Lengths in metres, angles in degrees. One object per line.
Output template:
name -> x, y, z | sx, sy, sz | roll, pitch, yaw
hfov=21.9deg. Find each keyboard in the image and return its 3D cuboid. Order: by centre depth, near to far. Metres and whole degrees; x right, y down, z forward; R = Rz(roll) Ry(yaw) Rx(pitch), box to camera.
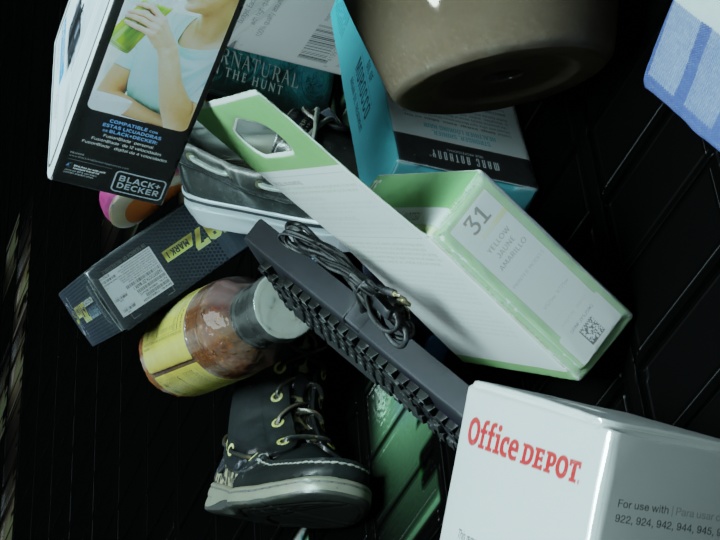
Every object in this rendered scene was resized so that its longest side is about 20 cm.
keyboard -> 0.001, 0.031, 0.949 | 0.200, 0.021, 0.127 | 37, 159, 42

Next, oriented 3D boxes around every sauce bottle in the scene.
sauce bottle -> -0.080, 0.038, 1.147 | 0.200, 0.066, 0.066 | 160, 119, -64

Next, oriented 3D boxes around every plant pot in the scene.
plant pot -> 0.052, -0.176, 0.920 | 0.200, 0.199, 0.176 | 148, 114, -65

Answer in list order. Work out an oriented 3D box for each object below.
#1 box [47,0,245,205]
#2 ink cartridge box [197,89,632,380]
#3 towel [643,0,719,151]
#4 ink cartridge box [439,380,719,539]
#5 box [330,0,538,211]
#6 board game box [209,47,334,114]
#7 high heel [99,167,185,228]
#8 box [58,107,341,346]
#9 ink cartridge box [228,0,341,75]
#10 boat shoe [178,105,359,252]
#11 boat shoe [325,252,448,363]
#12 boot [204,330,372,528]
box -> -0.092, -0.145, 0.877 | 0.117, 0.060, 0.200 | -96, 26, -46
ink cartridge box -> 0.019, -0.029, 0.880 | 0.048, 0.200, 0.145 | -49, 15, -11
towel -> 0.178, -0.142, 0.747 | 0.147, 0.024, 0.201 | -121, 43, -61
ink cartridge box -> 0.086, 0.155, 0.745 | 0.145, 0.084, 0.201 | -170, 91, -71
box -> 0.037, -0.098, 1.043 | 0.201, 0.082, 0.049 | -99, 26, -47
board game box -> -0.084, -0.187, 1.294 | 0.028, 0.199, 0.136 | 9, 88, 39
high heel -> -0.144, -0.089, 1.216 | 0.067, 0.096, 0.200 | -35, 1, 20
box -> -0.103, -0.026, 1.256 | 0.051, 0.200, 0.158 | 57, 164, -4
ink cartridge box -> -0.044, -0.203, 1.155 | 0.147, 0.199, 0.083 | 133, 144, -57
boat shoe -> -0.033, -0.059, 1.091 | 0.199, 0.071, 0.072 | 0, 42, 32
boat shoe -> 0.000, 0.000, 1.114 | 0.200, 0.068, 0.085 | -141, 64, -69
boot -> -0.040, 0.083, 1.184 | 0.203, 0.073, 0.155 | 159, 123, -67
